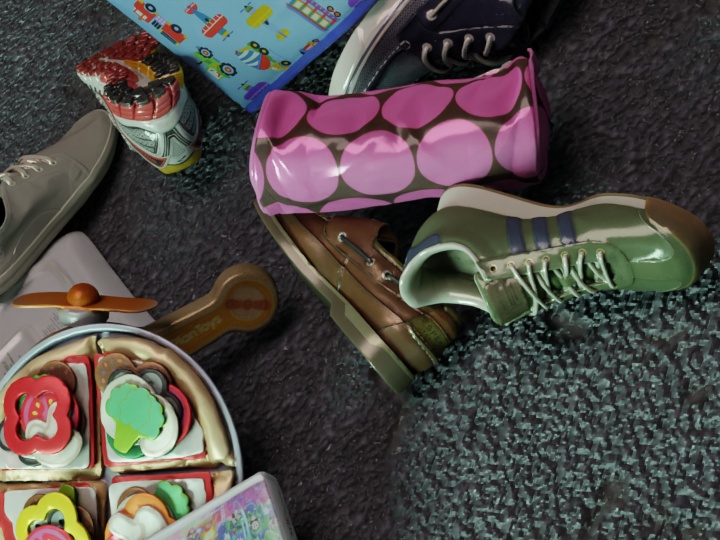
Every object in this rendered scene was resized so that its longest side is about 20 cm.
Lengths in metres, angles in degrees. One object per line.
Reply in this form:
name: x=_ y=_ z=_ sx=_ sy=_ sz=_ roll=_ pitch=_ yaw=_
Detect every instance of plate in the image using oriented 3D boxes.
plate: x=-0.250 y=0.078 z=1.520 sx=0.200 sy=0.032 sz=0.200 roll=-46 pitch=41 yaw=1

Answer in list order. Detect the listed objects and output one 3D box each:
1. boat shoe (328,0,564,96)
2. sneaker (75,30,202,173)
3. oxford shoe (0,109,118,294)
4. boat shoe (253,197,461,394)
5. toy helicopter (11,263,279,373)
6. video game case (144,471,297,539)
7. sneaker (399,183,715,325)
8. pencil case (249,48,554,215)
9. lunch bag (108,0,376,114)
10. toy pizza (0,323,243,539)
boat shoe: x=0.064 y=-0.165 z=1.421 sx=0.093 sy=0.075 sz=0.200 roll=45 pitch=110 yaw=24
sneaker: x=-0.169 y=-0.130 z=1.582 sx=0.077 sy=0.083 sz=0.200 roll=-24 pitch=26 yaw=-2
oxford shoe: x=-0.256 y=-0.063 z=1.596 sx=0.075 sy=0.058 sz=0.200 roll=-7 pitch=39 yaw=46
boat shoe: x=0.000 y=0.000 z=1.353 sx=0.068 sy=0.072 sz=0.200 roll=-40 pitch=51 yaw=0
toy helicopter: x=-0.150 y=0.048 z=1.395 sx=0.199 sy=0.133 sz=0.079 roll=-30 pitch=19 yaw=0
video game case: x=-0.109 y=0.249 z=1.252 sx=0.199 sy=0.024 sz=0.183 roll=-32 pitch=57 yaw=17
sneaker: x=0.110 y=0.002 z=1.234 sx=0.199 sy=0.067 sz=0.090 roll=8 pitch=45 yaw=38
pencil case: x=0.026 y=-0.090 z=1.332 sx=0.199 sy=0.091 sz=0.094 roll=-6 pitch=70 yaw=10
lunch bag: x=-0.078 y=-0.215 z=1.454 sx=0.094 sy=0.150 sz=0.200 roll=-59 pitch=16 yaw=-23
toy pizza: x=-0.171 y=0.135 z=1.335 sx=0.199 sy=0.032 sz=0.202 roll=-1 pitch=88 yaw=20
